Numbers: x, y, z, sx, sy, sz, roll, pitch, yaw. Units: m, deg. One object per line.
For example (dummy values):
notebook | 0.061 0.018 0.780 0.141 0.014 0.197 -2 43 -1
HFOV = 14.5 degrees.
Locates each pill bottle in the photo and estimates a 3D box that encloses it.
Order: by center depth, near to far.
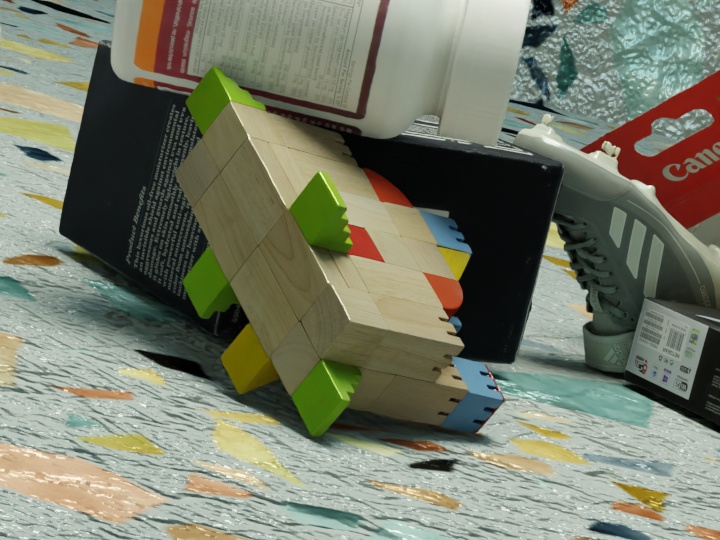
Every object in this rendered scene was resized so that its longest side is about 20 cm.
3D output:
pill bottle | -0.019 -0.128 1.425 0.199 0.110 0.110 13 9 0

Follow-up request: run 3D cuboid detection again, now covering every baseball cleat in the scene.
baseball cleat | 0.146 -0.001 1.632 0.200 0.107 0.070 34 -5 -33

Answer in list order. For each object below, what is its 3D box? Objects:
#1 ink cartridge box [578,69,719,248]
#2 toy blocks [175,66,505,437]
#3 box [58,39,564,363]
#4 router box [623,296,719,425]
ink cartridge box | 0.237 -0.025 1.685 0.199 0.050 0.161 33 -38 -24
toy blocks | 0.000 0.000 1.376 0.136 0.100 0.201 14 36 -43
box | -0.030 -0.037 1.565 0.199 0.124 0.198 7 13 -33
router box | 0.269 0.073 1.586 0.156 0.053 0.200 9 10 -34
